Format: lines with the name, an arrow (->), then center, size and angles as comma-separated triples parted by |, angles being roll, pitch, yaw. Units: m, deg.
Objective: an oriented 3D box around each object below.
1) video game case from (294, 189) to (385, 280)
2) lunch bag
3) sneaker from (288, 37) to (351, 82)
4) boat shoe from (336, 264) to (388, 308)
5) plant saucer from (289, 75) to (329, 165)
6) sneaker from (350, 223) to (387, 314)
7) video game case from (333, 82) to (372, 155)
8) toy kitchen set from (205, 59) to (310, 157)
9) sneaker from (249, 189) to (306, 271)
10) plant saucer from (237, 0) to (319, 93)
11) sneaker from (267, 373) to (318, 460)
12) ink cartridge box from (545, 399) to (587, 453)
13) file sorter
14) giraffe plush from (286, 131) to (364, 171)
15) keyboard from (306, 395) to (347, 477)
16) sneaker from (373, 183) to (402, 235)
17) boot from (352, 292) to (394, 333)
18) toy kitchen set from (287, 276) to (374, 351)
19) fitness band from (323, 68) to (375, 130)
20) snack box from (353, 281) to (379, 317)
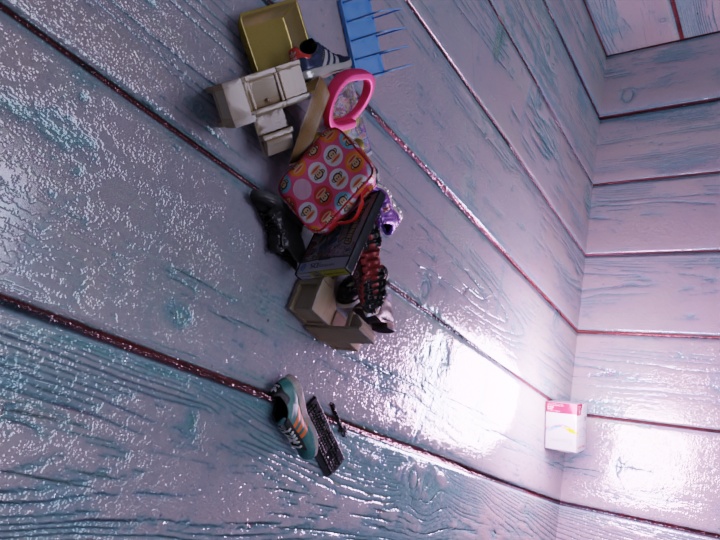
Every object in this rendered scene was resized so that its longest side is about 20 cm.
video game case -> -0.046, -0.075, 1.366 | 0.025, 0.178, 0.203 | 39, 61, -31
lunch bag -> -0.060, -0.179, 1.340 | 0.177, 0.200, 0.082 | 49, 9, 12
sneaker -> -0.089, -0.482, 1.419 | 0.199, 0.074, 0.086 | -38, 111, -52
boat shoe -> 0.006, 0.021, 1.611 | 0.198, 0.073, 0.068 | -33, 127, -39
plant saucer -> -0.108, -0.321, 1.382 | 0.035, 0.200, 0.204 | 20, 67, -8
sneaker -> 0.006, -0.006, 1.406 | 0.070, 0.097, 0.206 | -11, 98, -39
video game case -> -0.037, -0.372, 1.608 | 0.143, 0.018, 0.204 | -41, 121, -47
toy kitchen set -> -0.172, -0.307, 1.234 | 0.196, 0.180, 0.167 | -23, 110, -17
sneaker -> -0.178, -0.085, 1.375 | 0.199, 0.059, 0.107 | 39, 56, -49
plant saucer -> -0.184, -0.473, 1.388 | 0.200, 0.048, 0.204 | -41, 121, -45
sneaker -> -0.155, 0.337, 1.394 | 0.079, 0.070, 0.205 | -28, 107, -45
ink cartridge box -> 0.894, 0.676, 2.740 | 0.144, 0.142, 0.206 | 11, 80, -53
file sorter -> 0.046, -0.616, 1.642 | 0.138, 0.120, 0.205 | -33, 115, -49
giraffe plush -> -0.047, -0.237, 1.462 | 0.198, 0.159, 0.177 | -27, 113, -47
keyboard -> -0.080, 0.390, 1.530 | 0.127, 0.020, 0.203 | -48, 127, -43
sneaker -> 0.050, -0.164, 1.675 | 0.200, 0.079, 0.085 | 45, 60, -44
boot -> 0.033, 0.094, 1.659 | 0.200, 0.073, 0.099 | 40, 48, -57
toy kitchen set -> -0.029, 0.068, 1.477 | 0.200, 0.160, 0.184 | 47, 53, -42
fitness band -> -0.029, -0.409, 1.511 | 0.199, 0.037, 0.146 | -32, 150, -55
snack box -> 0.000, 0.000, 1.502 | 0.116, 0.036, 0.204 | 103, -30, -73
